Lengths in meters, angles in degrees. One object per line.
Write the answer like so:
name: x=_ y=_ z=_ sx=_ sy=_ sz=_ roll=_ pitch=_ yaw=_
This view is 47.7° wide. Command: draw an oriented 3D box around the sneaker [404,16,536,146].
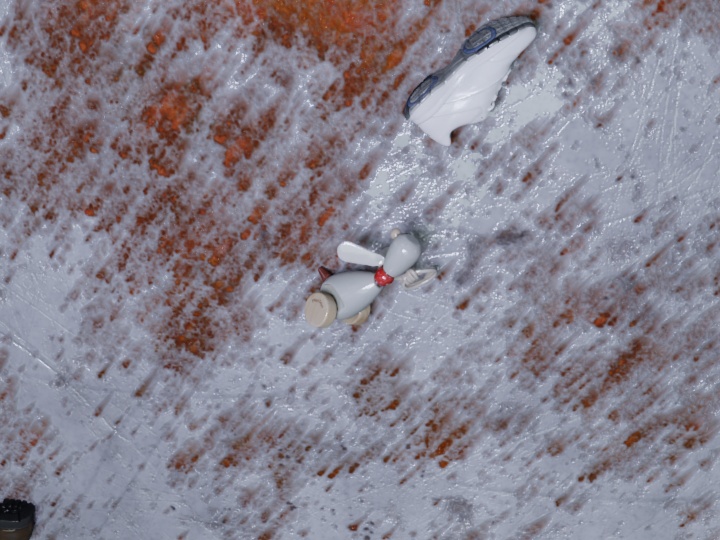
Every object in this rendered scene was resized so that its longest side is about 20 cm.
sneaker: x=0.149 y=-0.245 z=1.051 sx=0.199 sy=0.075 sz=0.087 roll=-38 pitch=115 yaw=26

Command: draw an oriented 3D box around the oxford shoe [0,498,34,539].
oxford shoe: x=-0.669 y=0.443 z=1.417 sx=0.195 sy=0.073 sz=0.086 roll=10 pitch=115 yaw=3

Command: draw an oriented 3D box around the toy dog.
toy dog: x=0.000 y=0.000 z=1.148 sx=0.198 sy=0.132 sz=0.098 roll=-32 pitch=66 yaw=13
